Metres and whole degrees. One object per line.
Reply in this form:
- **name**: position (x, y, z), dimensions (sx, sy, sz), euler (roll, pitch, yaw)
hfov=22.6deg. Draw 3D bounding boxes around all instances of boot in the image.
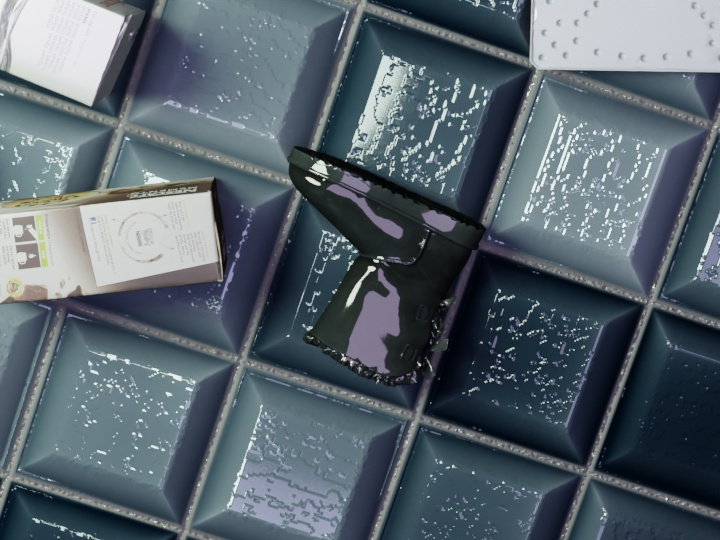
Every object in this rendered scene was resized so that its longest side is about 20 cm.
- **boot**: position (-0.001, 0.000, 1.575), dimensions (0.198, 0.073, 0.163), euler (25, 100, -6)

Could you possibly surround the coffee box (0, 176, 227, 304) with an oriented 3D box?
- **coffee box**: position (-0.218, -0.026, 1.539), dimensions (0.200, 0.113, 0.080), euler (-6, 99, -1)

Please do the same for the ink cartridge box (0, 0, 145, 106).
- **ink cartridge box**: position (-0.291, -0.213, 1.489), dimensions (0.200, 0.147, 0.083), euler (22, 98, -5)

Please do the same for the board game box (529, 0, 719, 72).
- **board game box**: position (0.248, -0.274, 1.563), dimensions (0.200, 0.026, 0.200), euler (1, 98, -3)
